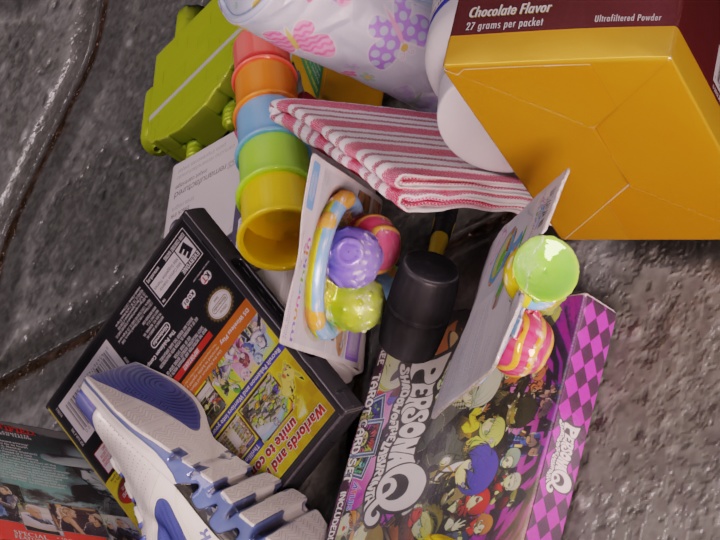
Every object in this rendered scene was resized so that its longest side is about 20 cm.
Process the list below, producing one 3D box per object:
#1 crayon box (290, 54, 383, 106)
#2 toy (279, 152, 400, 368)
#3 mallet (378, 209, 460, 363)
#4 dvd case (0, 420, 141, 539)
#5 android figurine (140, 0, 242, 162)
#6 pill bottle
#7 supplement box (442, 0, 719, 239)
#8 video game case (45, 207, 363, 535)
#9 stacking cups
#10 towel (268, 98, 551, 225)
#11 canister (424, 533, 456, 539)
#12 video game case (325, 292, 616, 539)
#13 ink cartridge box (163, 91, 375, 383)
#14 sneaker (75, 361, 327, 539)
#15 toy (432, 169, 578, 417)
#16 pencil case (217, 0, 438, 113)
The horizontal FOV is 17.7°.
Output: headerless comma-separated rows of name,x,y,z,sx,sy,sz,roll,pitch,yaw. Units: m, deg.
crayon box,-0.012,-0.207,1.697,0.126,0.051,0.201,-110,25,-50
toy,0.000,0.000,1.463,0.047,0.200,0.116,8,85,11
mallet,0.047,-0.007,1.494,0.200,0.041,0.066,-70,-3,-66
dvd case,-0.203,0.171,1.628,0.022,0.145,0.200,-65,31,22
android figurine,-0.117,-0.164,1.856,0.182,0.041,0.201,-42,31,28
pill bottle,0.100,-0.159,1.488,0.112,0.112,0.201,-33,31,34
supplement box,0.160,-0.152,1.325,0.132,0.197,0.201,0,62,27
video game case,-0.109,0.092,1.556,0.181,0.025,0.200,50,122,20
stacking cups,-0.058,-0.088,1.582,0.060,0.060,0.201,-38,36,28
towel,0.041,-0.071,1.503,0.200,0.146,0.030,37,117,57
canister,0.045,0.262,1.258,0.148,0.086,0.201,31,93,44
video game case,0.061,0.117,1.420,0.181,0.036,0.201,-8,58,48
ink cartridge box,-0.069,-0.003,1.638,0.144,0.084,0.201,-27,45,38
sneaker,-0.123,0.160,1.510,0.199,0.080,0.116,40,116,23
toy,0.093,0.023,1.334,0.200,0.047,0.116,113,178,-76
pencil case,0.002,-0.174,1.583,0.091,0.199,0.084,-28,50,48
